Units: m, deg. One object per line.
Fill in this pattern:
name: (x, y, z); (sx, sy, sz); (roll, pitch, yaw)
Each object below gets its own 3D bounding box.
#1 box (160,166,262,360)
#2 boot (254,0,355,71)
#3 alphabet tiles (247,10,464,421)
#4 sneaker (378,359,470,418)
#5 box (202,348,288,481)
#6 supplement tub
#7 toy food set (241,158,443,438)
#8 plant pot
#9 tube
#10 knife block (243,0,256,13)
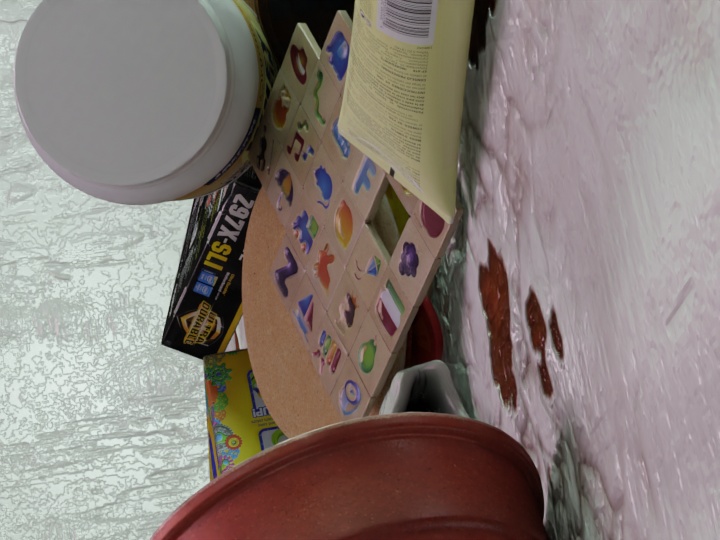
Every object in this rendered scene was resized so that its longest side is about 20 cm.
box: (-0.083, -0.057, 1.468); (0.201, 0.049, 0.160); (-83, 18, -51)
boot: (-0.035, -0.176, 1.278); (0.097, 0.074, 0.201); (-114, 16, -55)
alphabet tiles: (-0.013, -0.037, 1.148); (0.201, 0.007, 0.168); (62, 141, 40)
sneaker: (0.037, 0.127, 1.052); (0.201, 0.075, 0.093); (-108, 18, -50)
box: (-0.036, 0.183, 1.462); (0.201, 0.121, 0.194); (93, 166, -55)
supplement tub: (-0.126, -0.112, 1.243); (0.200, 0.143, 0.146); (-42, -55, -85)
toy food set: (-0.013, 0.020, 1.213); (0.198, 0.048, 0.202); (-27, 69, 60)
plant pot: (0.019, 0.199, 0.859); (0.202, 0.199, 0.196); (91, 161, -48)
tube: (0.021, -0.098, 0.956); (0.200, 0.051, 0.058); (95, 170, -59)
knife block: (-0.038, -0.222, 1.366); (0.199, 0.175, 0.064); (33, -153, -33)
